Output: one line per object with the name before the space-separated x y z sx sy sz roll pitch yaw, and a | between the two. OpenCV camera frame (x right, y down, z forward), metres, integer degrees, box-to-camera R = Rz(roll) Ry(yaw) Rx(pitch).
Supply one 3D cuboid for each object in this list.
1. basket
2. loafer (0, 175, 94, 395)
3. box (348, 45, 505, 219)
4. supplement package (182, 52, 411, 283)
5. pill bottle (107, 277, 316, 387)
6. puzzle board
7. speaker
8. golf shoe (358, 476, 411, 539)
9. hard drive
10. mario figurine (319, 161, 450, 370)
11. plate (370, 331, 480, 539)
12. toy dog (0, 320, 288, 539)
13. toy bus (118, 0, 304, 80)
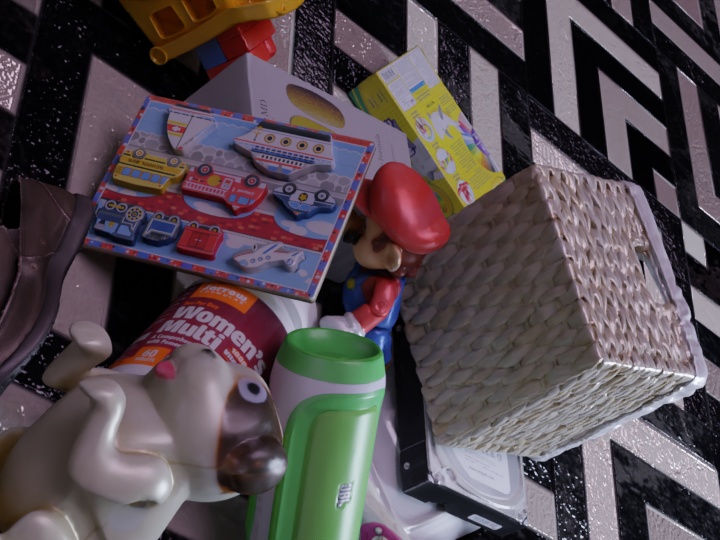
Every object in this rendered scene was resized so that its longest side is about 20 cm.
basket | 0.158 0.040 1.239 0.160 0.199 0.200 10 57 -47
loafer | -0.247 0.011 0.991 0.071 0.073 0.201 32 38 -19
box | 0.080 -0.131 1.516 0.201 0.048 0.117 55 34 -3
supplement package | -0.057 -0.084 1.252 0.199 0.109 0.115 21 49 -42
pill bottle | -0.112 0.072 1.071 0.110 0.109 0.200 52 35 -11
puzzle board | -0.104 -0.062 1.104 0.017 0.198 0.152 81 26 -57
speaker | -0.034 0.148 1.048 0.088 0.088 0.202 -11 115 -54
golf shoe | 0.003 0.201 1.142 0.200 0.075 0.091 51 25 3
hard drive | 0.090 0.125 1.296 0.139 0.038 0.201 30 43 -37
mario figurine | 0.000 0.000 1.171 0.105 0.201 0.124 -2 33 -26
plate | 0.036 0.151 1.269 0.199 0.032 0.201 -11 74 -55
toy dog | -0.142 0.127 0.895 0.195 0.199 0.140 61 -5 -23
toy bus | -0.112 -0.256 1.241 0.193 0.199 0.136 61 35 -12
